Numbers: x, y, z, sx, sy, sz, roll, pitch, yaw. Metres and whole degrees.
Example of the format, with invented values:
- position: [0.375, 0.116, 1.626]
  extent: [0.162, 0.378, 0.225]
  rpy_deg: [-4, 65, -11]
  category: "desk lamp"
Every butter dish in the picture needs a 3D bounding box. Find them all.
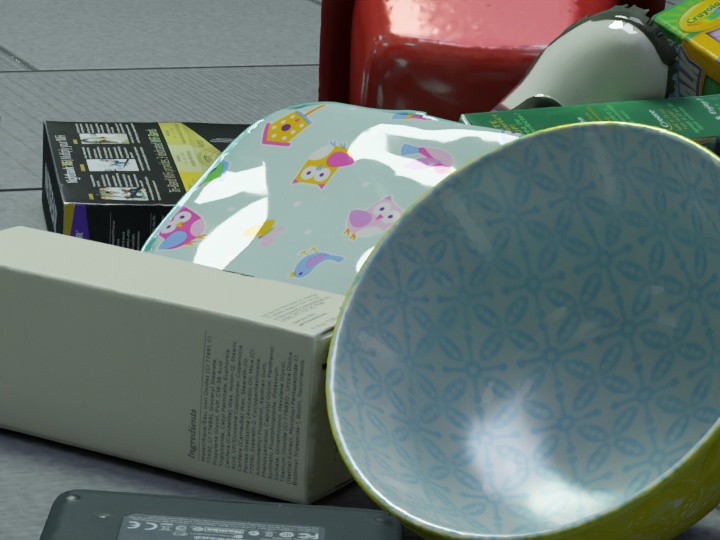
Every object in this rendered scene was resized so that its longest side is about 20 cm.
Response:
- position: [0.070, -0.086, 1.663]
  extent: [0.199, 0.200, 0.148]
  rpy_deg: [5, 39, 3]
  category: "butter dish"

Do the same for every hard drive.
- position: [-0.055, 0.130, 1.045]
  extent: [0.139, 0.033, 0.200]
  rpy_deg: [4, 15, 0]
  category: "hard drive"

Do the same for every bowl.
- position: [0.097, 0.049, 1.198]
  extent: [0.200, 0.200, 0.108]
  rpy_deg: [17, -23, 39]
  category: "bowl"

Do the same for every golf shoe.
- position: [0.089, -0.057, 1.534]
  extent: [0.077, 0.200, 0.088]
  rpy_deg: [46, 25, 2]
  category: "golf shoe"

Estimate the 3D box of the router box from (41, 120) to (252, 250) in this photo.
- position: [-0.095, -0.037, 1.611]
  extent: [0.157, 0.052, 0.200]
  rpy_deg: [1, 16, -9]
  category: "router box"

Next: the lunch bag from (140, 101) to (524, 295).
- position: [0.000, 0.000, 1.374]
  extent: [0.200, 0.077, 0.160]
  rpy_deg: [11, 49, 33]
  category: "lunch bag"

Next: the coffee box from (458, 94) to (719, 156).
- position: [0.122, -0.029, 1.509]
  extent: [0.200, 0.123, 0.044]
  rpy_deg: [-5, 41, -36]
  category: "coffee box"

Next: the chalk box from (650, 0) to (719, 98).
- position: [0.246, -0.095, 1.655]
  extent: [0.124, 0.125, 0.200]
  rpy_deg: [-24, 37, -21]
  category: "chalk box"

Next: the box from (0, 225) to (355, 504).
- position: [-0.091, 0.039, 1.282]
  extent: [0.200, 0.082, 0.068]
  rpy_deg: [14, 18, 27]
  category: "box"
